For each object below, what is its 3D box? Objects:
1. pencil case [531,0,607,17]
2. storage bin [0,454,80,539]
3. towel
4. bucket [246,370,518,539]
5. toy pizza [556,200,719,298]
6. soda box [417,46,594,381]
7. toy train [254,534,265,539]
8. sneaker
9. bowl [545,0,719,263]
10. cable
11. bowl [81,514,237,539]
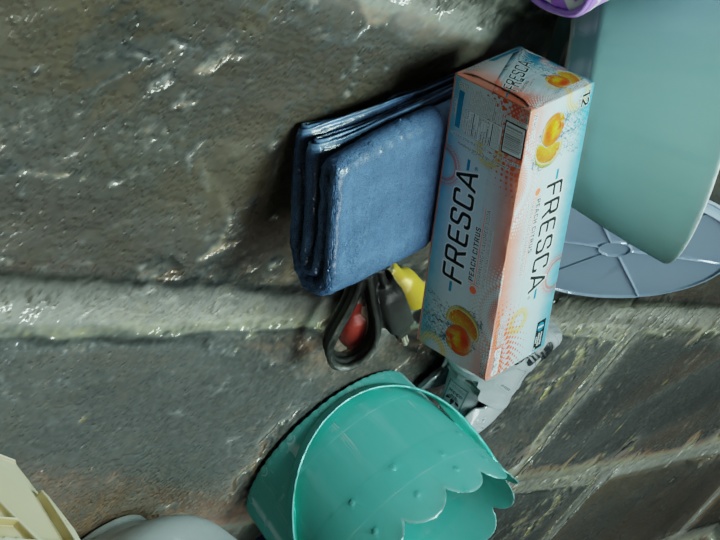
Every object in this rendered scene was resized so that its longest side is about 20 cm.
[{"bbox_3d":[0.174,-0.223,1.041,0.199,0.084,0.086,-29,130,-34],"label":"pencil case"},{"bbox_3d":[-0.287,0.193,0.963,0.200,0.094,0.198,-48,157,8],"label":"storage bin"},{"bbox_3d":[0.034,-0.064,1.091,0.199,0.048,0.113,-27,134,-41],"label":"towel"},{"bbox_3d":[0.014,0.190,1.402,0.206,0.135,0.208,-36,157,-18],"label":"bucket"},{"bbox_3d":[0.200,-0.030,1.344,0.197,0.032,0.201,4,156,2],"label":"toy pizza"},{"bbox_3d":[0.090,-0.035,1.085,0.068,0.063,0.202,-26,135,-41],"label":"soda box"},{"bbox_3d":[-0.048,0.250,1.518,0.034,0.046,0.199,-42,162,18],"label":"toy train"},{"bbox_3d":[0.093,0.081,1.423,0.115,0.075,0.199,-54,159,16],"label":"sneaker"},{"bbox_3d":[0.175,-0.114,1.127,0.201,0.104,0.203,-169,-90,-87],"label":"bowl"},{"bbox_3d":[0.000,0.000,1.202,0.097,0.050,0.201,-31,143,-11],"label":"cable"},{"bbox_3d":[-0.169,0.244,1.250,0.200,0.090,0.202,-36,155,-19],"label":"bowl"}]
